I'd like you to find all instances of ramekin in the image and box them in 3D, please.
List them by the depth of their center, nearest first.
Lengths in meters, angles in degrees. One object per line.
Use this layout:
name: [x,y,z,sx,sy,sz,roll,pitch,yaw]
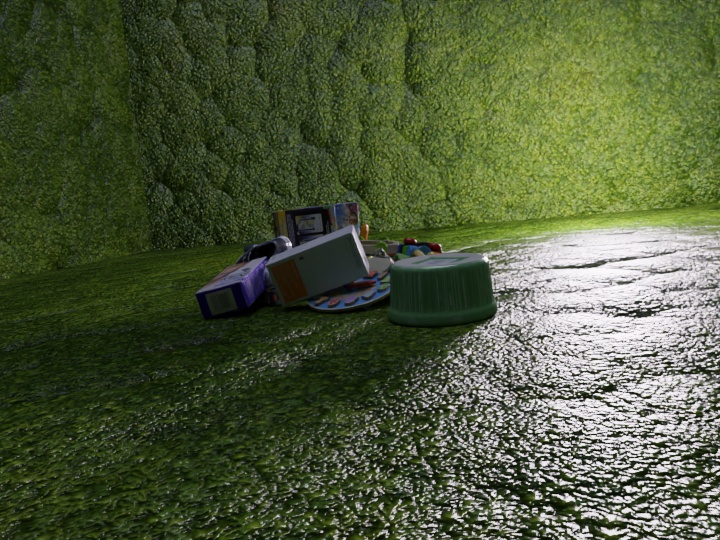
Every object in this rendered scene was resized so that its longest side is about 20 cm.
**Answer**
ramekin: [0.143,0.029,1.143,0.196,0.100,0.200,-6,7,1]

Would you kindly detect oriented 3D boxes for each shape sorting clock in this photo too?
shape sorting clock: [-0.017,0.041,1.350,0.196,0.040,0.200,-11,14,3]

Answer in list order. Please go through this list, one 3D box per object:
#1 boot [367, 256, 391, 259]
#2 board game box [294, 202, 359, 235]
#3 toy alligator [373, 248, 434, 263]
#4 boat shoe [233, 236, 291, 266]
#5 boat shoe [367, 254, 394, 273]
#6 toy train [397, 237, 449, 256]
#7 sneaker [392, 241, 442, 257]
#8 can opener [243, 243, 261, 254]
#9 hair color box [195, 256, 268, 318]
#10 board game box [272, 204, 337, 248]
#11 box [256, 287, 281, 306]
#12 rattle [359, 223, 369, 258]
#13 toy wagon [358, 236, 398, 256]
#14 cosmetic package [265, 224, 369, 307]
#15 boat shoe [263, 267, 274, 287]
boot: [0.000,0.000,1.603,0.196,0.074,0.155,-1,9,21]
board game box: [-0.096,-0.099,1.963,0.197,0.203,0.043,-9,10,-23]
toy alligator: [0.114,-0.008,1.424,0.197,0.055,0.059,8,-41,-36]
boat shoe: [-0.256,-0.022,1.556,0.198,0.073,0.067,-26,-6,32]
boat shoe: [-0.006,0.018,1.488,0.197,0.072,0.063,-19,-30,18]
toy train: [0.196,-0.024,1.563,0.196,0.086,0.115,10,-2,-19]
sneaker: [0.135,-0.035,1.779,0.196,0.082,0.086,0,-4,0]
can opener: [-0.203,-0.018,1.616,0.196,0.054,0.067,14,-29,9]
hair color box: [-0.275,0.035,1.426,0.107,0.066,0.200,-14,12,12]
board game box: [-0.140,-0.064,1.704,0.162,0.204,0.057,-7,1,-18]
box: [-0.201,0.049,1.534,0.108,0.035,0.199,-10,8,-28]
rattle: [-0.068,-0.061,1.816,0.197,0.144,0.131,14,56,28]
toy wagon: [0.001,-0.063,1.658,0.196,0.040,0.155,0,8,5]
cosmetic package: [-0.089,-0.009,1.354,0.197,0.103,0.071,-21,14,7]
boat shoe: [-0.148,-0.002,1.507,0.064,0.075,0.200,2,20,26]
